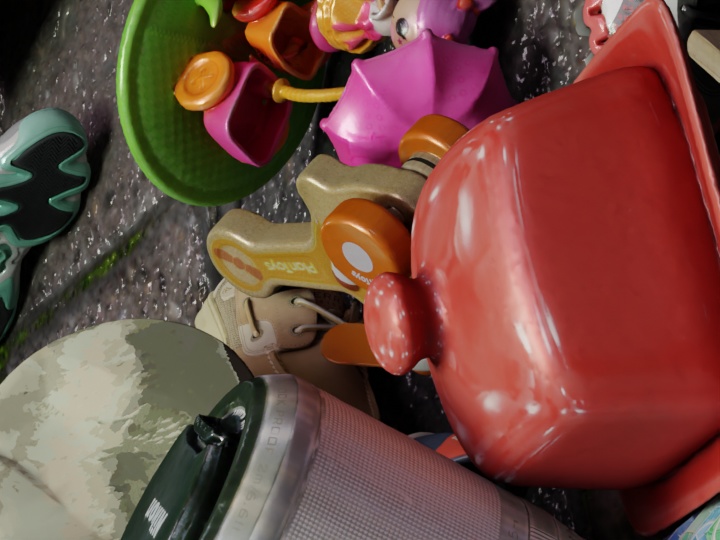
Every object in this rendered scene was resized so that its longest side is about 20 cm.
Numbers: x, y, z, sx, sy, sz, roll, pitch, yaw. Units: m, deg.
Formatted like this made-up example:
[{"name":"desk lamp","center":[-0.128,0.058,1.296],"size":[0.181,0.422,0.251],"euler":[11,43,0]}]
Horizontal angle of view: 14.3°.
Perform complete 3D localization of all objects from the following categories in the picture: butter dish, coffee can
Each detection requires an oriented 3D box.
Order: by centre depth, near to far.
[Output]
[{"name":"butter dish","center":[0.073,0.012,1.215],"size":[0.199,0.147,0.201],"euler":[124,135,-69]},{"name":"coffee can","center":[-0.097,0.141,1.407],"size":[0.200,0.146,0.147],"euler":[74,171,-51]}]

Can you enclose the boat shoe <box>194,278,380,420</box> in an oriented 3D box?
[{"name":"boat shoe","center":[-0.033,0.038,1.468],"size":[0.065,0.071,0.200],"euler":[-64,29,12]}]

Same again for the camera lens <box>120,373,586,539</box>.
[{"name":"camera lens","center":[-0.002,0.150,1.223],"size":[0.160,0.200,0.160],"euler":[-57,12,20]}]

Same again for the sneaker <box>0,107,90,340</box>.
[{"name":"sneaker","center":[-0.243,-0.058,1.785],"size":[0.200,0.078,0.140],"euler":[-55,45,32]}]

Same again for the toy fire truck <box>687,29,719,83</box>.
[{"name":"toy fire truck","center":[0.209,-0.014,1.068],"size":[0.129,0.176,0.201],"euler":[-29,60,49]}]

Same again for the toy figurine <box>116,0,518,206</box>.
[{"name":"toy figurine","center":[0.005,-0.111,1.443],"size":[0.184,0.150,0.200],"euler":[15,70,41]}]

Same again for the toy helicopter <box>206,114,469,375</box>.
[{"name":"toy helicopter","center":[0.000,0.000,1.390],"size":[0.200,0.132,0.079],"euler":[2,42,50]}]

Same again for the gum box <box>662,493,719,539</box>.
[{"name":"gum box","center":[0.162,0.158,1.136],"size":[0.170,0.044,0.200],"euler":[-46,19,40]}]

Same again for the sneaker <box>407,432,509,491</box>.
[{"name":"sneaker","center":[0.039,0.174,1.354],"size":[0.084,0.075,0.201],"euler":[-13,73,57]}]

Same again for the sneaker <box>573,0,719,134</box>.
[{"name":"sneaker","center":[0.146,-0.152,1.269],"size":[0.098,0.071,0.201],"euler":[-9,82,45]}]
